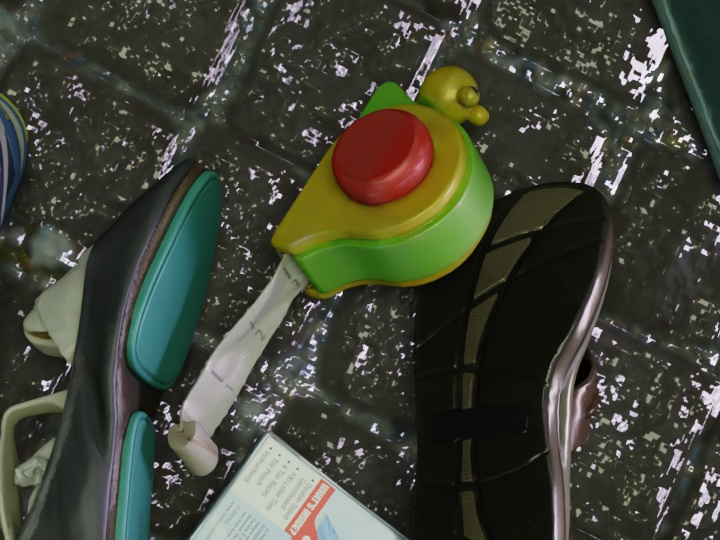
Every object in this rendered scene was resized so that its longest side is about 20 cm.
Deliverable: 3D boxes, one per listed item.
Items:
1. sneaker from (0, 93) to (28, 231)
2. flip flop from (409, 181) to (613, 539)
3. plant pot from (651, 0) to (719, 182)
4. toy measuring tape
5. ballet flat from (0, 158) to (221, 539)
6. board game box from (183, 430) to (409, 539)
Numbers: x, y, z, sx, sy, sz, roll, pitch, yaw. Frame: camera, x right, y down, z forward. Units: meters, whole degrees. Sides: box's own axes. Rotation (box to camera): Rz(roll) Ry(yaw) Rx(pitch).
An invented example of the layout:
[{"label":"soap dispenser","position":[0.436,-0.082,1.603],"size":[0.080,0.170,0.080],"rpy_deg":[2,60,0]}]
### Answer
[{"label":"sneaker","position":[-0.180,0.018,0.802],"size":[0.073,0.082,0.202],"rpy_deg":[8,85,-6]},{"label":"flip flop","position":[0.065,0.058,0.830],"size":[0.080,0.058,0.202],"rpy_deg":[-5,64,25]},{"label":"plant pot","position":[0.244,-0.141,0.814],"size":[0.198,0.196,0.198],"rpy_deg":[-19,86,-18]},{"label":"toy measuring tape","position":[0.000,0.000,0.815],"size":[0.073,0.074,0.201],"rpy_deg":[33,70,-2]},{"label":"ballet flat","position":[-0.106,0.046,0.808],"size":[0.072,0.073,0.202],"rpy_deg":[11,72,-4]},{"label":"board game box","position":[-0.019,0.204,0.818],"size":[0.199,0.041,0.201],"rpy_deg":[38,82,-1]}]
